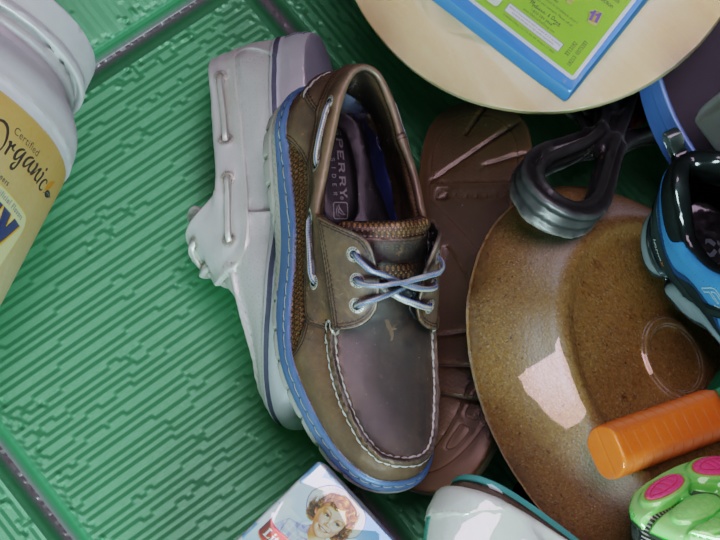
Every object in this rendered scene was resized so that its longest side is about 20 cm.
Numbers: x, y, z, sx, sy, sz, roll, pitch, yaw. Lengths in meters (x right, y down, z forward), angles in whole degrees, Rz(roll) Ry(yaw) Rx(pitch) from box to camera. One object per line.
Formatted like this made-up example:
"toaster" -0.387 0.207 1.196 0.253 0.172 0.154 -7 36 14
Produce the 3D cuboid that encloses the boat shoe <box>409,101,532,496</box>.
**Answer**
"boat shoe" 0.053 0.019 1.422 0.073 0.063 0.200 7 67 13

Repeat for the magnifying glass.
"magnifying glass" 0.176 0.063 1.380 0.200 0.022 0.080 -14 79 -46

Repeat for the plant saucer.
"plant saucer" 0.137 0.046 1.391 0.200 0.035 0.201 20 57 -33

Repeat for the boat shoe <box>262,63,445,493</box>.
"boat shoe" 0.000 0.000 1.347 0.072 0.072 0.200 -5 70 -28

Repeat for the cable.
"cable" 0.114 -0.062 1.435 0.097 0.050 0.200 33 38 -14

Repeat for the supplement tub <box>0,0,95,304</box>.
"supplement tub" -0.218 -0.039 1.359 0.144 0.144 0.200 24 67 1

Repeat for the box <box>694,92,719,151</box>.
"box" 0.294 -0.097 1.340 0.199 0.200 0.131 -38 92 -25

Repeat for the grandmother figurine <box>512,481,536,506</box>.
"grandmother figurine" 0.114 0.128 1.398 0.121 0.061 0.200 7 62 -37

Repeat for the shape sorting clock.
"shape sorting clock" 0.087 -0.172 1.401 0.199 0.039 0.201 -1 86 9

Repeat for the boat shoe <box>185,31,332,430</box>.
"boat shoe" -0.049 -0.018 1.428 0.070 0.071 0.201 -8 72 17

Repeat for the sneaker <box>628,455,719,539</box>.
"sneaker" 0.195 0.143 1.351 0.200 0.084 0.077 20 18 -39

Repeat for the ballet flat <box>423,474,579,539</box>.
"ballet flat" 0.110 0.162 1.309 0.200 0.069 0.070 29 66 -11

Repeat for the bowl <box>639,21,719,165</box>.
"bowl" 0.225 -0.100 1.446 0.200 0.039 0.201 5 74 -20

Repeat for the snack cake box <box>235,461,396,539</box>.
"snack cake box" 0.011 0.197 1.330 0.115 0.067 0.200 -44 80 -3

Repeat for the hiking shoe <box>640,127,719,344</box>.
"hiking shoe" 0.198 0.027 1.321 0.074 0.087 0.200 -43 68 -12
